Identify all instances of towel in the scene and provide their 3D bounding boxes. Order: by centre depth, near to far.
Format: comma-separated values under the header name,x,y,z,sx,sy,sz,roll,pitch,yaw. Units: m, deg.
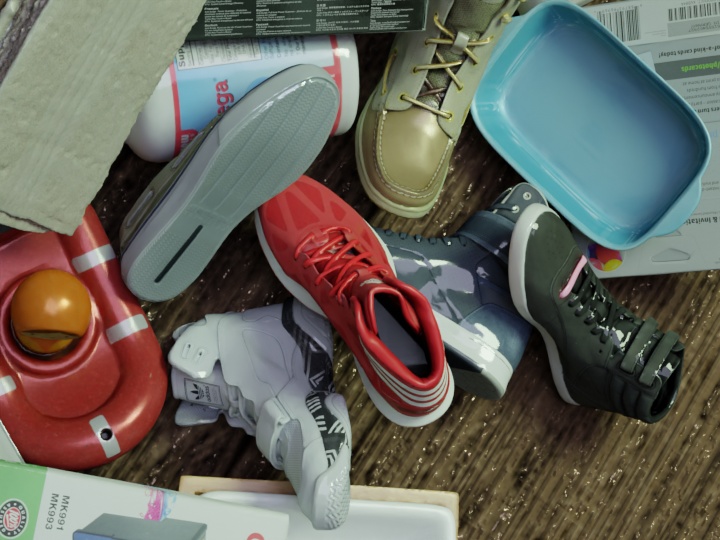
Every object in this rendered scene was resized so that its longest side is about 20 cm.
name,x,y,z,sx,sy,sz,roll,pitch,yaw
towel,-0.178,-0.115,0.960,0.034,0.132,0.201,37,100,27

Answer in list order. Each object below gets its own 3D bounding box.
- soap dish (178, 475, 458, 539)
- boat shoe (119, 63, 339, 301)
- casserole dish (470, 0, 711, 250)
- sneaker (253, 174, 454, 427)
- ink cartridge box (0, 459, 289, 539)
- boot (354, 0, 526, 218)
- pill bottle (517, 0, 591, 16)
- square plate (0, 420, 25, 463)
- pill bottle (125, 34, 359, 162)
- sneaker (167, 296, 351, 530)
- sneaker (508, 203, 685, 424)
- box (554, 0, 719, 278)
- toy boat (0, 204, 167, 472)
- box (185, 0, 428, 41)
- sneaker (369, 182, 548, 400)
name,x,y,z,sx,sy,sz,roll,pitch,yaw
soap dish,-0.034,0.226,1.078,0.198,0.081,0.159,5,80,-13
boat shoe,-0.096,-0.068,1.047,0.200,0.062,0.072,-45,137,14
casserole dish,0.169,-0.106,1.142,0.200,0.039,0.121,45,111,17
sneaker,0.000,0.000,1.022,0.078,0.116,0.200,-36,76,-14
ink cartridge box,-0.154,0.203,0.966,0.198,0.087,0.147,13,80,-13
boot,0.062,-0.149,1.097,0.071,0.155,0.201,22,54,-10
pill bottle,0.131,-0.300,1.188,0.113,0.114,0.202,-24,87,-17
square plate,-0.301,0.176,1.013,0.199,0.028,0.199,-31,90,2
pill bottle,-0.108,-0.135,1.102,0.198,0.109,0.110,-10,84,-15
sneaker,-0.069,0.097,1.061,0.114,0.076,0.201,-5,42,-6
sneaker,0.171,0.032,1.100,0.071,0.099,0.201,-53,137,-26
box,0.226,-0.099,1.157,0.154,0.041,0.202,-5,90,27
toy boat,-0.205,0.034,1.038,0.130,0.131,0.201,-26,88,-16
box,-0.066,-0.231,1.097,0.198,0.048,0.194,-3,39,-9
sneaker,0.052,-0.021,1.144,0.201,0.077,0.147,35,71,-3
